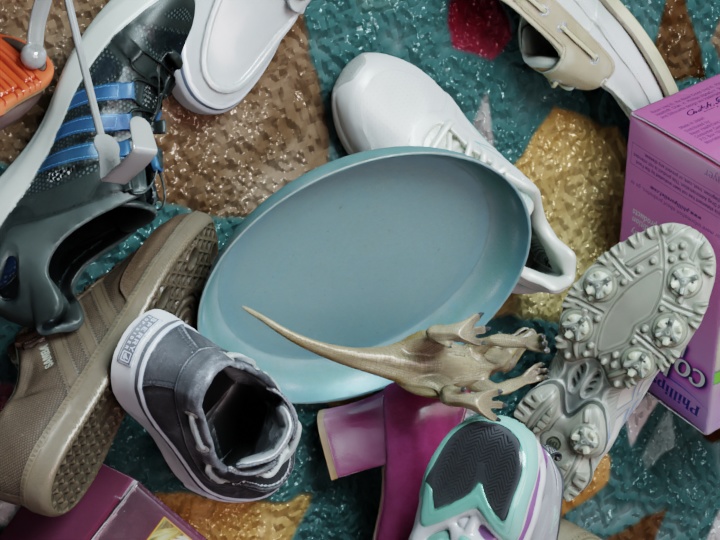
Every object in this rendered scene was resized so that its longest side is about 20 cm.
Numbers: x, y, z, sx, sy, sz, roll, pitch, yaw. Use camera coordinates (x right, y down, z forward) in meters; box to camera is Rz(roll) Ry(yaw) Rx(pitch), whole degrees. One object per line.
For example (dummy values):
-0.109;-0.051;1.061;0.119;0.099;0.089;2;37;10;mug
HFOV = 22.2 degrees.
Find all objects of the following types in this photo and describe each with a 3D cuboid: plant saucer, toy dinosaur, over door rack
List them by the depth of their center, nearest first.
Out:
-0.198;-0.112;0.855;0.147;0.200;0.067;5;133;-35;over door rack
0.037;0.053;1.026;0.199;0.101;0.059;6;85;-37;toy dinosaur
0.000;0.000;1.035;0.199;0.027;0.201;-16;140;-13;plant saucer

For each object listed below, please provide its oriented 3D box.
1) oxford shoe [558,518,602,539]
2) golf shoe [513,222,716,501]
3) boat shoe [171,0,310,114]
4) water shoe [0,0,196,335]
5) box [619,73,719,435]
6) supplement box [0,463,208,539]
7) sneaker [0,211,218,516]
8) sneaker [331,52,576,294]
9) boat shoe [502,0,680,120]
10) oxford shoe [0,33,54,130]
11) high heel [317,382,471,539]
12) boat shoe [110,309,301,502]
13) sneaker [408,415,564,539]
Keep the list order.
0.097;0.230;1.126;0.071;0.074;0.200;80;32;-49;oxford shoe
0.160;0.046;1.149;0.200;0.078;0.097;-59;168;26;golf shoe
-0.047;-0.179;1.003;0.073;0.065;0.201;22;86;-35;boat shoe
-0.127;-0.058;0.953;0.201;0.079;0.071;-58;161;-4;water shoe
0.262;-0.027;1.184;0.175;0.097;0.201;-24;131;-28;box
-0.111;0.203;1.015;0.200;0.086;0.111;46;73;-32;supplement box
-0.146;0.035;0.973;0.071;0.075;0.200;88;26;-48;sneaker
0.063;-0.057;1.092;0.200;0.080;0.071;44;75;-30;sneaker
0.129;-0.149;1.131;0.068;0.075;0.200;-41;122;1;boat shoe
-0.239;-0.059;0.908;0.200;0.071;0.073;-30;148;-34;oxford shoe
0.046;0.160;1.109;0.095;0.067;0.201;-15;99;10;high heel
-0.065;0.085;0.992;0.072;0.068;0.200;-59;153;-17;boat shoe
0.061;0.184;1.054;0.201;0.078;0.140;-57;152;2;sneaker
